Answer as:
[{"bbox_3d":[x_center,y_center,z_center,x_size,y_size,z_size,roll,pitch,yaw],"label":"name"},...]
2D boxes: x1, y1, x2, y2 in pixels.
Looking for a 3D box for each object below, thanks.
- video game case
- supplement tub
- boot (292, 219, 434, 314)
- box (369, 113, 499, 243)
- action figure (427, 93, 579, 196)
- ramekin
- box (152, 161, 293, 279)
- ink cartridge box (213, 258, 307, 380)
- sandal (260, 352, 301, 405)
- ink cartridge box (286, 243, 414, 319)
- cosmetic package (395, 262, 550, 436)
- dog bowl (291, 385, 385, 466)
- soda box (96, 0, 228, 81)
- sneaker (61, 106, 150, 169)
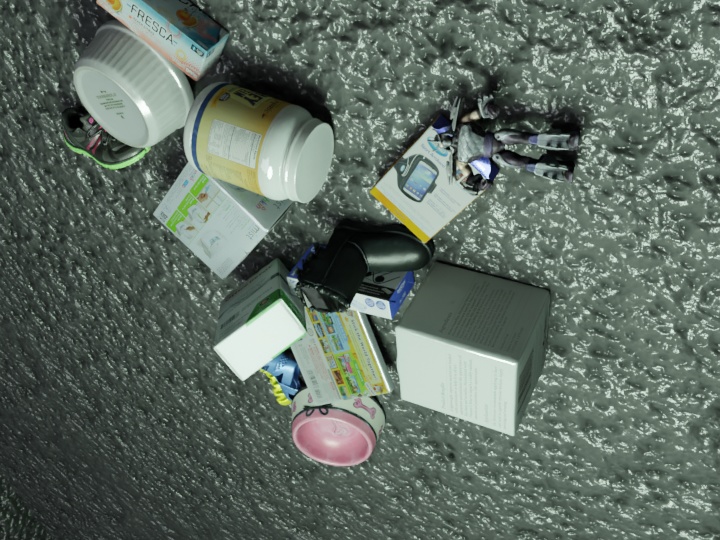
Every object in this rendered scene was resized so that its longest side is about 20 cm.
[{"bbox_3d":[-0.048,0.145,1.564,0.179,0.023,0.203,-15,102,34],"label":"video game case"},{"bbox_3d":[-0.152,-0.192,1.287,0.197,0.145,0.146,20,138,18],"label":"supplement tub"},{"bbox_3d":[0.000,-0.001,1.340,0.195,0.163,0.074,12,136,26],"label":"boot"},{"bbox_3d":[0.111,-0.135,1.231,0.119,0.042,0.200,42,137,-5],"label":"box"},{"bbox_3d":[0.184,-0.163,1.108,0.196,0.070,0.133,8,116,12],"label":"action figure"},{"bbox_3d":[-0.372,-0.290,1.368,0.200,0.095,0.204,28,150,17],"label":"ramekin"},{"bbox_3d":[-0.240,-0.107,1.468,0.176,0.097,0.200,42,139,-7],"label":"box"},{"bbox_3d":[-0.174,0.080,1.486,0.146,0.201,0.083,-36,110,8],"label":"ink cartridge box"},{"bbox_3d":[-0.159,0.189,1.710,0.086,0.080,0.201,-7,132,35],"label":"sandal"},{"bbox_3d":[-0.017,0.016,1.422,0.196,0.094,0.045,12,135,27],"label":"ink cartridge box"},{"bbox_3d":[0.175,0.119,1.322,0.196,0.166,0.167,15,135,23],"label":"cosmetic package"},{"bbox_3d":[-0.050,0.316,1.701,0.195,0.075,0.203,7,136,7],"label":"dog bowl"},{"bbox_3d":[-0.299,-0.382,1.279,0.199,0.064,0.069,38,141,-1],"label":"soda box"},{"bbox_3d":[-0.465,-0.242,1.522,0.196,0.077,0.085,17,140,21],"label":"sneaker"}]
